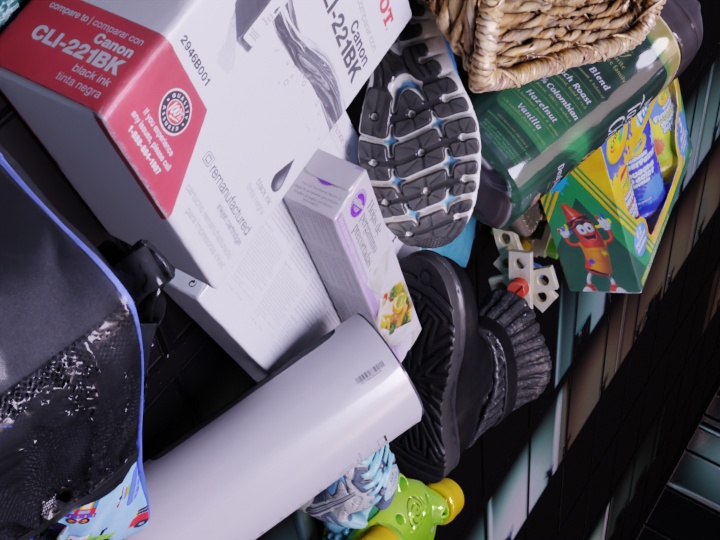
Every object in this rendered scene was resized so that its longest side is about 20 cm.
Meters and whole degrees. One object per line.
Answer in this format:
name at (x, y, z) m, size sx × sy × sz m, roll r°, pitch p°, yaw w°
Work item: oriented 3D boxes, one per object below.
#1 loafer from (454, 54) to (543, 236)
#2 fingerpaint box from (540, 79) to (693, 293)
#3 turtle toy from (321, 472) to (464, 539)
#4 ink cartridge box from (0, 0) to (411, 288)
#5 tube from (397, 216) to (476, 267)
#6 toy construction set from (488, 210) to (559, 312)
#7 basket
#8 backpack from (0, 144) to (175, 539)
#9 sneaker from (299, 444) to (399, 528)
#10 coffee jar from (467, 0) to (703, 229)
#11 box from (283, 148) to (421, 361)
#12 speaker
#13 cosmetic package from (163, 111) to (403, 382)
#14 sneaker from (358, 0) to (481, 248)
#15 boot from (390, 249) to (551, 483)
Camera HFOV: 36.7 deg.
loafer at (0.088, -0.101, 0.867) m, size 0.201 × 0.066 × 0.077 m, roll 61°, pitch 41°, yaw -37°
fingerpaint box at (0.225, -0.110, 0.953) m, size 0.201 × 0.072 × 0.168 m, roll -58°, pitch 136°, yaw -38°
turtle toy at (0.008, 0.266, 0.991) m, size 0.145 × 0.100 × 0.203 m, roll -21°, pitch 130°, yaw -53°
ink cartridge box at (-0.067, -0.119, 0.544) m, size 0.201 × 0.083 × 0.145 m, roll -57°, pitch 152°, yaw -19°
tube at (0.065, -0.033, 0.915) m, size 0.199 × 0.050 × 0.079 m, roll -12°, pitch 119°, yaw -65°
toy construction set at (0.153, -0.043, 1.010) m, size 0.200 × 0.091 × 0.133 m, roll -60°, pitch 166°, yaw -61°
basket at (0.123, -0.214, 0.625) m, size 0.198 × 0.150 × 0.143 m, roll -21°, pitch 164°, yaw -43°
backpack at (-0.163, 0.040, 0.408) m, size 0.134 × 0.182 × 0.202 m, roll -38°, pitch 155°, yaw -29°
sneaker at (-0.004, 0.134, 0.824) m, size 0.078 × 0.085 × 0.201 m, roll -59°, pitch 172°, yaw -34°
coffee jar at (0.148, -0.125, 0.765) m, size 0.199 × 0.086 × 0.104 m, roll -41°, pitch 170°, yaw -10°
box at (0.000, 0.000, 0.708) m, size 0.039 × 0.041 × 0.201 m, roll -56°, pitch 152°, yaw -20°
speaker at (-0.060, 0.116, 0.683) m, size 0.199 × 0.081 × 0.082 m, roll -35°, pitch 147°, yaw -9°
cosmetic package at (-0.045, -0.013, 0.712) m, size 0.152 × 0.051 × 0.201 m, roll -57°, pitch 153°, yaw -14°
sneaker at (0.039, -0.116, 0.695) m, size 0.090 × 0.077 × 0.204 m, roll -15°, pitch 97°, yaw -74°
boot at (0.089, 0.050, 0.870) m, size 0.157 × 0.079 × 0.214 m, roll -33°, pitch 137°, yaw -36°
